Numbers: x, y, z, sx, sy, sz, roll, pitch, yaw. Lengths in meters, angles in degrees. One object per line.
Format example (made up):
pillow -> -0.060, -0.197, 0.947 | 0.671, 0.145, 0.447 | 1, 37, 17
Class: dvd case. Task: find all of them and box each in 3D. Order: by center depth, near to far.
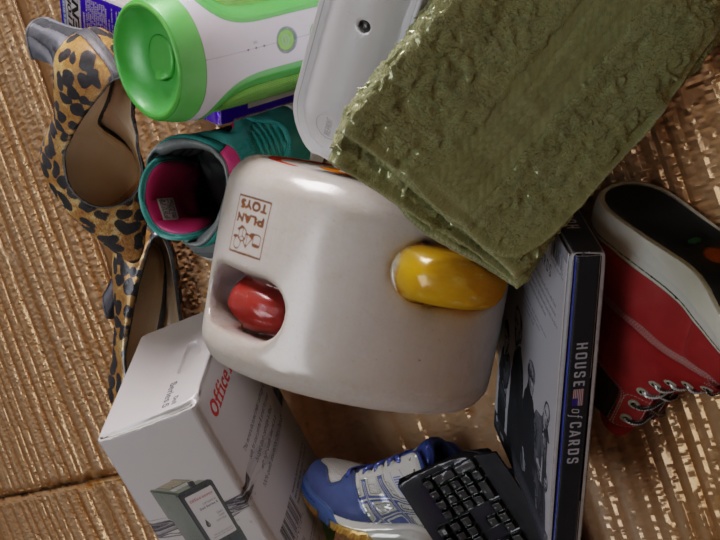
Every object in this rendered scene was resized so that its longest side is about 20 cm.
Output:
dvd case -> 0.112, 0.047, 1.008 | 0.151, 0.025, 0.202 | -107, 17, -62

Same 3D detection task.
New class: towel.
towel -> 0.089, -0.103, 0.881 | 0.200, 0.148, 0.037 | -52, 21, 9

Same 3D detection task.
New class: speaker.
speaker -> -0.053, -0.151, 1.038 | 0.088, 0.199, 0.089 | 26, 126, 43

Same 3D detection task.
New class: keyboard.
keyboard -> 0.085, 0.216, 1.103 | 0.127, 0.021, 0.201 | -27, 103, 29

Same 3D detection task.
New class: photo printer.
photo printer -> 0.036, -0.161, 0.955 | 0.069, 0.166, 0.201 | 31, 133, 15

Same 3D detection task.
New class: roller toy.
roller toy -> 0.000, 0.000, 1.013 | 0.181, 0.200, 0.141 | 12, 96, 6

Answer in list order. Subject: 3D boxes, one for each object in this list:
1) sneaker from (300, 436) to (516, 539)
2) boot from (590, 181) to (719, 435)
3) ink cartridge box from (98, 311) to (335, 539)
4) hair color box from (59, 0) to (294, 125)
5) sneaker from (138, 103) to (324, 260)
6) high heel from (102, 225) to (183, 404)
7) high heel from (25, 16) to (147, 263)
sneaker -> 0.041, 0.154, 1.182 | 0.199, 0.075, 0.089 | 14, 110, 38
boot -> 0.194, 0.060, 0.936 | 0.200, 0.072, 0.145 | 45, 138, 42
ink cartridge box -> -0.098, 0.149, 1.228 | 0.083, 0.146, 0.201 | -20, 114, 16
hair color box -> -0.118, -0.169, 1.190 | 0.199, 0.109, 0.065 | 29, 128, 43
sneaker -> -0.115, -0.050, 1.232 | 0.084, 0.120, 0.200 | 60, 143, 11
high heel -> -0.164, 0.068, 1.375 | 0.201, 0.071, 0.143 | 67, 151, 19
high heel -> -0.177, -0.079, 1.178 | 0.142, 0.071, 0.201 | 27, 140, 57
